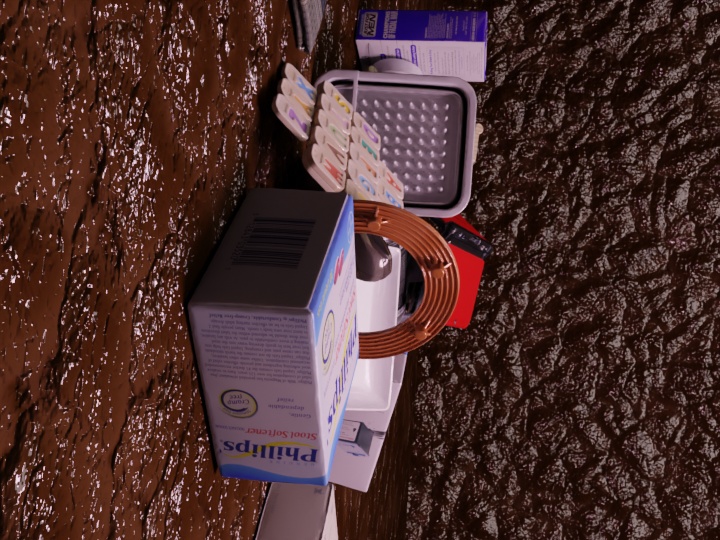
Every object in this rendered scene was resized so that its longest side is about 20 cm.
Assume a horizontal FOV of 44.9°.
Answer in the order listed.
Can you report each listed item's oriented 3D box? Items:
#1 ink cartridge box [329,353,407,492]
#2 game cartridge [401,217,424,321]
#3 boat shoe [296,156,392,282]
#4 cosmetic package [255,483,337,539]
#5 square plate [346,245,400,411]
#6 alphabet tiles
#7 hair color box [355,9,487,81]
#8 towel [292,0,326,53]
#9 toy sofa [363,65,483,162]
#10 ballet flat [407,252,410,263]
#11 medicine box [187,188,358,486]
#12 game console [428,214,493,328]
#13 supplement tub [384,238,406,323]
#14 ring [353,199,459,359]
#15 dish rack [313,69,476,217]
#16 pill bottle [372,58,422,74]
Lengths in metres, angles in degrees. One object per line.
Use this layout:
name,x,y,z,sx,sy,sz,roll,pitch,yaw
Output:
ink cartridge box,0.003,0.185,1.230,0.147,0.086,0.200,-71,175,-60
game cartridge,0.072,-0.015,1.330,0.200,0.041,0.134,98,-17,-63
boat shoe,-0.006,-0.067,0.946,0.075,0.073,0.200,97,-29,-42
cosmetic package,-0.068,0.343,1.002,0.104,0.073,0.200,-75,166,-50
square plate,-0.032,0.061,0.998,0.200,0.028,0.199,8,85,-46
alphabet tiles,-0.016,-0.126,0.906,0.196,0.015,0.200,45,25,-24
hair color box,0.098,-0.353,1.368,0.109,0.199,0.065,72,22,-68
towel,-0.056,-0.368,0.931,0.200,0.034,0.193,83,16,-60
toy sofa,0.072,-0.218,1.237,0.083,0.200,0.098,-27,-134,55
ballet flat,0.024,0.028,1.258,0.067,0.063,0.200,-113,-152,-51
medicine box,-0.067,0.056,0.783,0.182,0.103,0.200,-74,165,-53
game console,0.102,-0.024,1.214,0.119,0.172,0.200,-47,159,11
supplement tub,0.000,0.000,1.138,0.123,0.122,0.201,-71,162,-60
ring,0.000,0.018,0.876,0.019,0.200,0.201,-84,173,-52
dish rack,0.037,-0.152,1.063,0.044,0.199,0.172,30,64,-85
pill bottle,0.044,-0.218,1.345,0.120,0.119,0.201,75,20,-65
